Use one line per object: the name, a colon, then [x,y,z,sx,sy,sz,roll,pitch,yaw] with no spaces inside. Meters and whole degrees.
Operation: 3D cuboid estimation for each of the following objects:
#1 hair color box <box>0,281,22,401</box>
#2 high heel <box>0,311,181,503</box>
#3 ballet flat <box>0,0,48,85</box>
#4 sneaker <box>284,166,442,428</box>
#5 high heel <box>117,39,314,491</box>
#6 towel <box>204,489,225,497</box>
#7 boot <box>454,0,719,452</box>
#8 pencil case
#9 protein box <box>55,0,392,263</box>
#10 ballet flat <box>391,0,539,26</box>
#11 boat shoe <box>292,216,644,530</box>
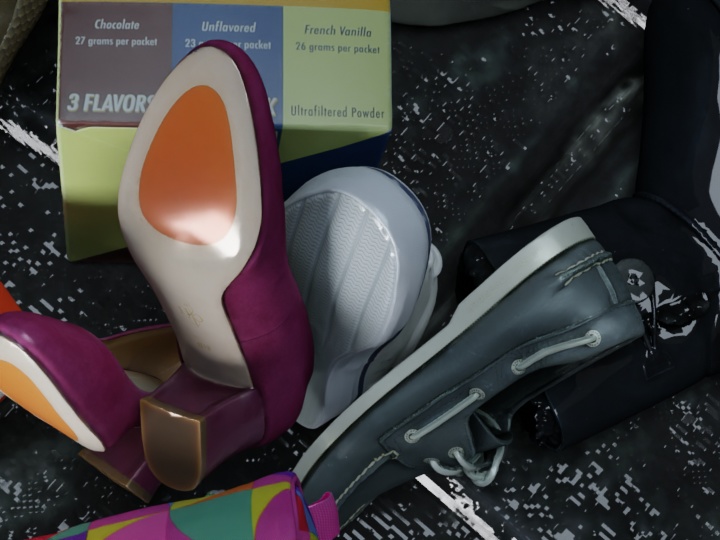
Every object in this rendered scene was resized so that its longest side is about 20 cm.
hair color box: [-0.239,-0.005,0.957,0.111,0.064,0.200,-42,81,30]
high heel: [-0.095,0.032,0.919,0.067,0.200,0.096,29,78,25]
ballet flat: [-0.186,-0.107,0.985,0.067,0.046,0.201,24,100,11]
sneaker: [0.000,0.000,0.938,0.071,0.200,0.073,-40,81,-24]
high heel: [-0.047,-0.012,0.874,0.067,0.201,0.096,26,37,21]
towel: [-0.071,0.207,0.906,0.149,0.031,0.200,38,79,20]
boot: [0.122,-0.031,1.018,0.167,0.076,0.201,-16,83,-13]
pencil case: [-0.104,0.140,0.882,0.199,0.088,0.089,-12,76,3]
protein box: [-0.063,-0.125,0.963,0.134,0.199,0.201,1,74,-6]
ballet flat: [0.092,-0.165,1.059,0.199,0.064,0.068,-8,76,-7]
boat shoe: [0.041,0.063,0.949,0.200,0.073,0.062,-45,77,21]
